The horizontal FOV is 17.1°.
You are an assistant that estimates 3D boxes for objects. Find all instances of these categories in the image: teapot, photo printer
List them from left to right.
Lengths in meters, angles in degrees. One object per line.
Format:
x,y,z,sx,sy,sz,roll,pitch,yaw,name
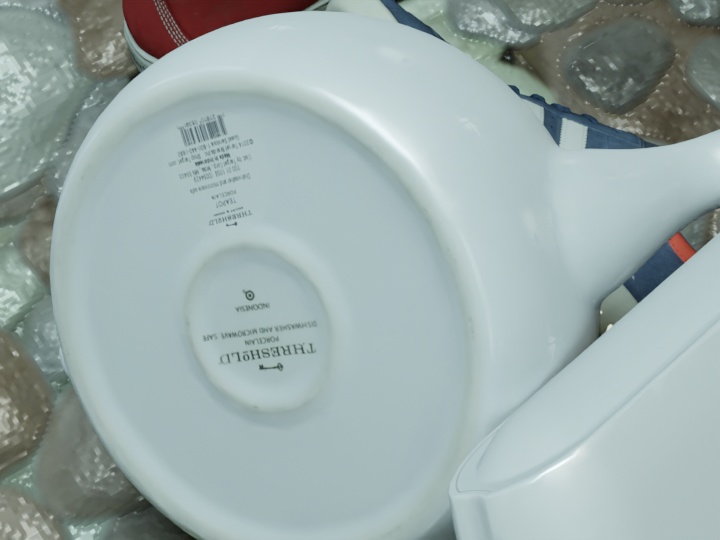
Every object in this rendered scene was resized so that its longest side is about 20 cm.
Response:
0.000,0.000,0.808,0.199,0.198,0.146,34,30,17,teapot
0.126,0.079,0.727,0.200,0.069,0.167,-37,105,-27,photo printer

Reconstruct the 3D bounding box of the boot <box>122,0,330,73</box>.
-0.011,-0.168,0.940,0.200,0.145,0.072,-36,63,-21,boot

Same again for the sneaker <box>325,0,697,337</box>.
0.067,-0.040,0.909,0.084,0.075,0.200,-31,70,-23,sneaker
